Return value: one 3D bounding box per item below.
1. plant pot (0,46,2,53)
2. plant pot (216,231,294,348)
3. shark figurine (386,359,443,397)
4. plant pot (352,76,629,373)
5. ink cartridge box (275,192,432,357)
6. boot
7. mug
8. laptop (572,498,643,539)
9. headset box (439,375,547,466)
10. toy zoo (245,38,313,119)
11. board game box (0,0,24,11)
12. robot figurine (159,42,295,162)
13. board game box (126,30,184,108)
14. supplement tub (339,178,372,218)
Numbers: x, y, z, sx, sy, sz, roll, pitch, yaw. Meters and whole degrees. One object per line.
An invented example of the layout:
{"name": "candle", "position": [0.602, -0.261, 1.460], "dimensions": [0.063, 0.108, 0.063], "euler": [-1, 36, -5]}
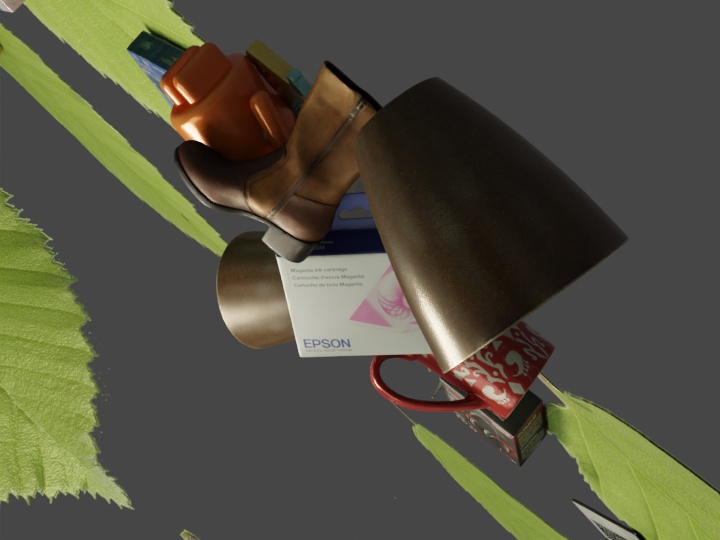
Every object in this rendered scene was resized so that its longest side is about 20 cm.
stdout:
{"name": "plant pot", "position": [-1.049, -0.580, 2.623], "dimensions": [0.199, 0.177, 0.200], "euler": [39, 169, 12]}
{"name": "plant pot", "position": [-0.090, 0.021, 1.592], "dimensions": [0.198, 0.188, 0.187], "euler": [-8, 137, 36]}
{"name": "shark figurine", "position": [0.076, 0.129, 1.657], "dimensions": [0.215, 0.089, 0.128], "euler": [47, 175, 27]}
{"name": "plant pot", "position": [0.087, -0.052, 0.843], "dimensions": [0.201, 0.186, 0.187], "euler": [55, 170, 7]}
{"name": "ink cartridge box", "position": [0.008, 0.009, 1.149], "dimensions": [0.194, 0.044, 0.202], "euler": [-3, 125, 14]}
{"name": "boot", "position": [-0.082, -0.129, 1.049], "dimensions": [0.188, 0.068, 0.201], "euler": [40, 124, 5]}
{"name": "mug", "position": [0.118, 0.097, 1.263], "dimensions": [0.199, 0.179, 0.133], "euler": [35, -165, 9]}
{"name": "laptop", "position": [0.466, 0.548, 1.865], "dimensions": [0.200, 0.116, 0.187], "euler": [47, 167, -23]}
{"name": "headset box", "position": [0.207, 0.208, 1.578], "dimensions": [0.148, 0.075, 0.200], "euler": [37, 168, 24]}
{"name": "toy zoo", "position": [-0.081, -0.197, 1.194], "dimensions": [0.131, 0.020, 0.200], "euler": [42, 168, 2]}
{"name": "board game box", "position": [-0.721, -0.568, 1.872], "dimensions": [0.199, 0.043, 0.199], "euler": [48, 167, -33]}
{"name": "robot figurine", "position": [-0.135, -0.162, 1.155], "dimensions": [0.143, 0.117, 0.200], "euler": [-25, 123, 28]}
{"name": "board game box", "position": [-0.220, -0.234, 1.461], "dimensions": [0.199, 0.043, 0.199], "euler": [32, 166, 39]}
{"name": "supplement tub", "position": [-0.019, -0.021, 1.279], "dimensions": [0.145, 0.145, 0.201], "euler": [38, 157, 18]}
